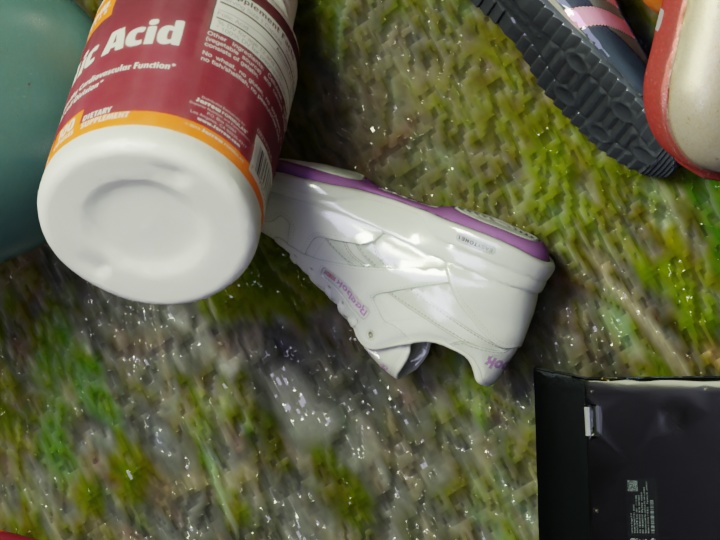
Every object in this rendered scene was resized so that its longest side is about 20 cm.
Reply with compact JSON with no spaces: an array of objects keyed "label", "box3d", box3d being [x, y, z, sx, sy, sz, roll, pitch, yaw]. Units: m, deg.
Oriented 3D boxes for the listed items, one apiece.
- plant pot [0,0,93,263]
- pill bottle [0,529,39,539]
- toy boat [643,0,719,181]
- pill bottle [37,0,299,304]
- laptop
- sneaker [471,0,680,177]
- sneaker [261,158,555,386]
[{"label":"plant pot","box3d":[-0.231,-0.088,1.438,0.200,0.161,0.201,5,96,45]},{"label":"pill bottle","box3d":[-0.147,0.217,1.455,0.200,0.113,0.113,12,96,23]},{"label":"toy boat","box3d":[0.188,-0.147,1.306,0.131,0.130,0.200,22,102,51]},{"label":"pill bottle","box3d":[-0.094,-0.089,1.368,0.114,0.200,0.114,5,134,5]},{"label":"laptop","box3d":[0.161,0.143,1.310,0.200,0.116,0.188,-2,91,26]},{"label":"sneaker","box3d":[0.116,-0.142,1.355,0.200,0.082,0.070,51,154,-4]},{"label":"sneaker","box3d":[0.000,0.000,1.402,0.200,0.075,0.100,20,98,22]}]
